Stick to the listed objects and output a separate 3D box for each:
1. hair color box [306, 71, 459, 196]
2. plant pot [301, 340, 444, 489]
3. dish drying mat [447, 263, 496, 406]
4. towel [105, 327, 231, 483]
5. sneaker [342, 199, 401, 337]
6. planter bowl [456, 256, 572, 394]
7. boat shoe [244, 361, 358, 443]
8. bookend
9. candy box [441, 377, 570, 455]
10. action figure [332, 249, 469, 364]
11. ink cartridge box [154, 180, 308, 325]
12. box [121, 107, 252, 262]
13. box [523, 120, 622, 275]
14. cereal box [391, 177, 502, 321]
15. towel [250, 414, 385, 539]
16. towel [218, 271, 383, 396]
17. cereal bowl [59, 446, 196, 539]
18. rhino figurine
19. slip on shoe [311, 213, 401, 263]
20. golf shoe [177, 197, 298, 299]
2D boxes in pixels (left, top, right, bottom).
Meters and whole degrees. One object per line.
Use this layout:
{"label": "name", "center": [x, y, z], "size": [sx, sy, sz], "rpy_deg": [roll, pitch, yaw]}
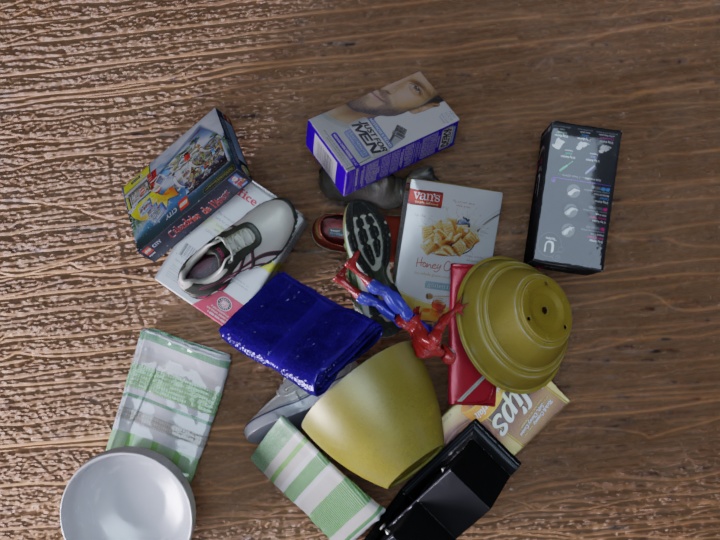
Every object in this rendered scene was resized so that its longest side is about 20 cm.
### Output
{"label": "hair color box", "center": [0.032, -0.201, 1.560], "size": [0.198, 0.065, 0.110], "rpy_deg": [-26, 64, -22]}
{"label": "plant pot", "center": [0.036, 0.218, 1.503], "size": [0.199, 0.200, 0.143], "rpy_deg": [-37, 73, 0]}
{"label": "dish drying mat", "center": [0.164, 0.093, 1.547], "size": [0.075, 0.018, 0.204], "rpy_deg": [4, 84, -12]}
{"label": "towel", "center": [-0.291, 0.203, 1.618], "size": [0.147, 0.031, 0.203], "rpy_deg": [18, 88, 5]}
{"label": "sneaker", "center": [0.000, 0.000, 1.552], "size": [0.076, 0.088, 0.204], "rpy_deg": [-8, 87, -33]}
{"label": "planter bowl", "center": [0.238, 0.065, 1.511], "size": [0.198, 0.083, 0.204], "rpy_deg": [12, 67, -29]}
{"label": "boat shoe", "center": [-0.089, 0.186, 1.598], "size": [0.198, 0.071, 0.070], "rpy_deg": [-30, 58, 5]}
{"label": "bookend", "center": [0.098, 0.337, 1.469], "size": [0.092, 0.200, 0.199], "rpy_deg": [43, 127, 4]}
{"label": "candy box", "center": [0.198, 0.217, 1.579], "size": [0.200, 0.055, 0.116], "rpy_deg": [-44, 86, -1]}
{"label": "action figure", "center": [0.067, 0.044, 1.480], "size": [0.200, 0.065, 0.099], "rpy_deg": [44, 49, 2]}
{"label": "ink cartridge box", "center": [-0.189, -0.031, 1.599], "size": [0.144, 0.083, 0.201], "rpy_deg": [33, 89, 4]}
{"label": "box", "center": [-0.258, -0.125, 1.573], "size": [0.199, 0.038, 0.138], "rpy_deg": [-37, 51, 16]}
{"label": "box", "center": [0.306, -0.102, 1.558], "size": [0.104, 0.122, 0.204], "rpy_deg": [8, 87, 3]}
{"label": "cereal box", "center": [0.123, -0.027, 1.576], "size": [0.141, 0.040, 0.204], "rpy_deg": [7, 98, -9]}
{"label": "towel", "center": [-0.065, 0.309, 1.556], "size": [0.200, 0.153, 0.023], "rpy_deg": [43, 51, 5]}
{"label": "towel", "center": [-0.085, 0.081, 1.497], "size": [0.198, 0.050, 0.147], "rpy_deg": [25, 51, 34]}
{"label": "cereal bowl", "center": [-0.334, 0.352, 1.578], "size": [0.196, 0.083, 0.204], "rpy_deg": [1, 97, 5]}
{"label": "rhino figurine", "center": [0.029, -0.137, 1.607], "size": [0.197, 0.060, 0.089], "rpy_deg": [11, 84, 2]}
{"label": "slip on shoe", "center": [0.024, -0.052, 1.601], "size": [0.196, 0.061, 0.075], "rpy_deg": [7, 85, 1]}
{"label": "golf shoe", "center": [-0.171, -0.030, 1.514], "size": [0.199, 0.088, 0.078], "rpy_deg": [-39, 86, -1]}
